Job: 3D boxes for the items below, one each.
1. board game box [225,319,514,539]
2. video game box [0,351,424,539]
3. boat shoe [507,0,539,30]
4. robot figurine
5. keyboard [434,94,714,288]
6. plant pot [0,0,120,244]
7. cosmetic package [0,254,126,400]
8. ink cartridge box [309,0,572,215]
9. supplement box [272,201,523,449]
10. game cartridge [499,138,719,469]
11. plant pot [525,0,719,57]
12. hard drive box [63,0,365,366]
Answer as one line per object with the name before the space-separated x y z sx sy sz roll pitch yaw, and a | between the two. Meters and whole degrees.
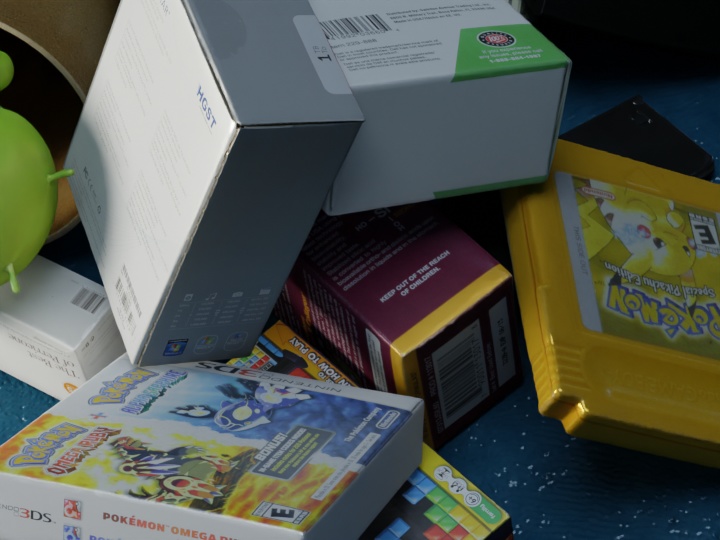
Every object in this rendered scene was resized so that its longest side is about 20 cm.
board game box | -0.039 0.144 1.267 0.165 0.057 0.200 -39 57 -21
video game box | -0.080 0.103 1.177 0.182 0.047 0.200 7 18 17
boat shoe | 0.084 -0.196 1.496 0.062 0.075 0.200 -11 47 7
robot figurine | -0.265 -0.056 1.312 0.200 0.116 0.176 22 88 21
keyboard | 0.116 -0.061 1.387 0.200 0.021 0.127 -28 59 -34
plant pot | -0.229 -0.147 1.453 0.186 0.187 0.200 4 40 11
cosmetic package | -0.232 0.018 1.376 0.200 0.083 0.051 24 62 25
ink cartridge box | 0.007 -0.125 1.290 0.146 0.084 0.200 -9 36 -24
supplement box | 0.000 0.000 1.335 0.086 0.110 0.200 -36 56 -18
game cartridge | 0.170 0.019 1.287 0.176 0.032 0.200 13 47 -25
plant pot | 0.181 -0.259 1.421 0.177 0.200 0.200 -9 51 -18
hard drive box | -0.088 -0.069 1.233 0.077 0.200 0.156 -4 53 -28
